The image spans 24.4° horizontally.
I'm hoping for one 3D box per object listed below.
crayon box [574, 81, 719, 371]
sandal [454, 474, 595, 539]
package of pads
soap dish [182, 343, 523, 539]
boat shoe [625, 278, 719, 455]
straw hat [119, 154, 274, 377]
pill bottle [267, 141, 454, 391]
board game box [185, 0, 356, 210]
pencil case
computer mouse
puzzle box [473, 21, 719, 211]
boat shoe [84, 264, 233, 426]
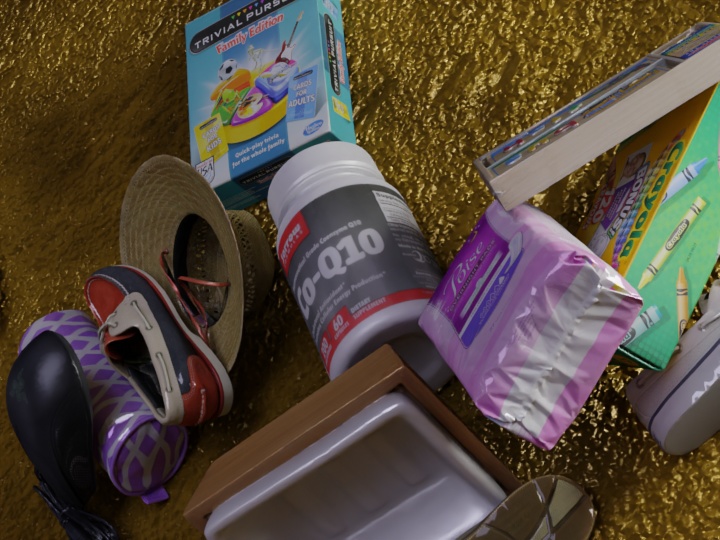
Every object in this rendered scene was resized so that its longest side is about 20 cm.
[{"bbox_3d":[0.206,-0.031,1.168,0.201,0.058,0.119,-63,14,-9],"label":"crayon box"},{"bbox_3d":[0.078,0.216,1.166,0.199,0.054,0.081,-35,76,-3],"label":"sandal"},{"bbox_3d":[0.110,0.028,1.116,0.121,0.075,0.200,-57,14,7],"label":"package of pads"},{"bbox_3d":[-0.004,0.155,1.202,0.199,0.157,0.082,-35,33,16],"label":"soap dish"},{"bbox_3d":[0.258,0.032,1.126,0.200,0.071,0.070,-49,49,13],"label":"boat shoe"},{"bbox_3d":[-0.120,-0.003,1.410,0.200,0.084,0.203,19,114,49],"label":"straw hat"},{"bbox_3d":[0.000,0.000,1.303,0.114,0.114,0.201,-38,49,14],"label":"pill bottle"},{"bbox_3d":[-0.085,-0.166,1.504,0.150,0.047,0.202,-24,54,25],"label":"board game box"},{"bbox_3d":[-0.225,0.112,1.437,0.200,0.083,0.086,40,130,45],"label":"pencil case"},{"bbox_3d":[-0.254,0.145,1.371,0.052,0.202,0.138,-20,35,-28],"label":"computer mouse"},{"bbox_3d":[0.172,-0.110,1.164,0.199,0.026,0.133,-32,9,4],"label":"puzzle box"},{"bbox_3d":[-0.182,0.061,1.387,0.200,0.062,0.072,43,133,38],"label":"boat shoe"}]
